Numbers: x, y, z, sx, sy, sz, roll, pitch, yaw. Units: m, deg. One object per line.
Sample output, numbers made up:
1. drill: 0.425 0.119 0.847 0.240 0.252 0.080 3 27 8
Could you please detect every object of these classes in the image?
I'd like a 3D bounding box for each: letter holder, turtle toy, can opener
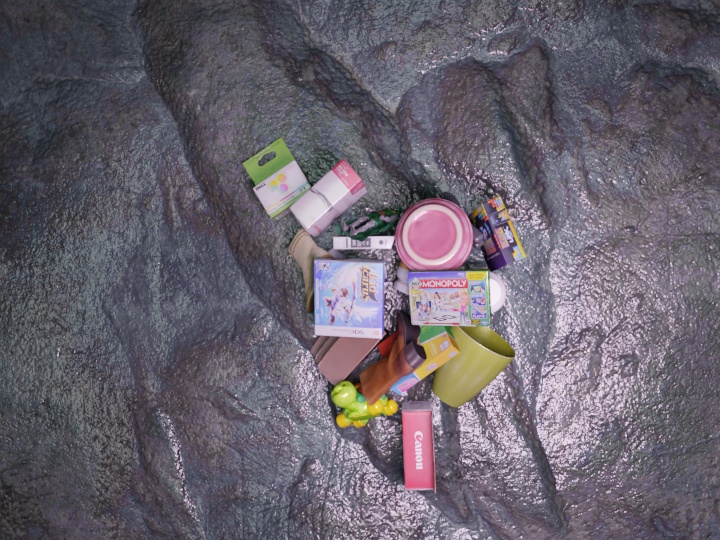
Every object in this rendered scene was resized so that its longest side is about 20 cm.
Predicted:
1. letter holder: -0.041 0.196 1.533 0.142 0.101 0.200 43 92 8
2. turtle toy: -0.002 0.348 1.485 0.145 0.199 0.102 -28 62 25
3. can opener: 0.272 -0.146 1.510 0.067 0.054 0.200 -35 57 -9

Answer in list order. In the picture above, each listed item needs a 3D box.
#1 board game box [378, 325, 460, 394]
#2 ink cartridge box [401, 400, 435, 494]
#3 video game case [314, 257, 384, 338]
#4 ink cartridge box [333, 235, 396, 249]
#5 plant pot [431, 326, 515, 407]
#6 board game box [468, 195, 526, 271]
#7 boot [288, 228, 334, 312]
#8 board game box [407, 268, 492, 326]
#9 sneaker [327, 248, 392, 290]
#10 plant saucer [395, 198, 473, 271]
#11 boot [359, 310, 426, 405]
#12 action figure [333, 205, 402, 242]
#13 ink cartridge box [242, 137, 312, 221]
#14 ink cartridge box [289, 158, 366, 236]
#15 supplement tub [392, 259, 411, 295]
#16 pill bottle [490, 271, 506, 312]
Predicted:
1. board game box: 0.146 0.202 1.442 0.199 0.154 0.040 -40 129 18
2. ink cartridge box: 0.151 0.458 1.461 0.083 0.176 0.203 -3 86 5
3. video game case: -0.029 0.071 1.442 0.179 0.045 0.203 2 103 7
4. ink cartridge box: 0.028 -0.078 1.539 0.197 0.099 0.040 -2 93 7
5. plant pot: 0.275 0.252 1.473 0.186 0.187 0.201 31 107 6
6. board game box: 0.350 -0.090 1.459 0.056 0.200 0.167 -21 84 -1
7. boot: -0.145 0.002 1.561 0.072 0.202 0.155 -17 45 -33
8. board game box: 0.217 0.066 1.367 0.197 0.029 0.137 -1 101 23
9. sneaker: 0.000 0.000 1.531 0.201 0.075 0.115 51 123 3
10. plant saucer: 0.183 -0.086 1.406 0.198 0.051 0.204 -2 83 14
11. boot: 0.075 0.221 1.434 0.200 0.068 0.189 -45 39 24
12. action figure: 0.040 -0.139 1.527 0.118 0.199 0.055 33 134 37
13. ink cartridge box: -0.239 -0.265 1.587 0.147 0.076 0.201 -33 86 3
14. ink cartridge box: -0.086 -0.195 1.533 0.200 0.147 0.083 -41 83 2
15. supplement tub: 0.182 -0.020 1.499 0.143 0.145 0.202 25 89 6
16. pill bottle: 0.317 0.058 1.454 0.109 0.200 0.112 0 86 5
